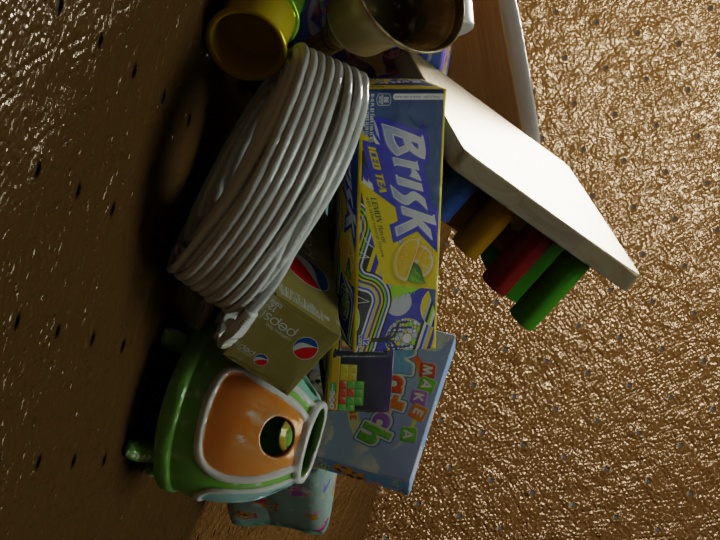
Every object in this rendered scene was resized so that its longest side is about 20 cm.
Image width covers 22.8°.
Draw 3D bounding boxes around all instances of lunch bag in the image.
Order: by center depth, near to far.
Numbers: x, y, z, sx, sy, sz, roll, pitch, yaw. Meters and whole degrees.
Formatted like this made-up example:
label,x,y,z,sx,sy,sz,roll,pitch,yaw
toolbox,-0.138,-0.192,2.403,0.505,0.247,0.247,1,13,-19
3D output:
label,x,y,z,sx,sy,sz,roll,pitch,yaw
lunch bag,-0.066,0.129,1.711,0.171,0.121,0.201,90,10,-58

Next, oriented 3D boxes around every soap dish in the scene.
label,x,y,z,sx,sy,sz,roll,pitch,yaw
soap dish,0.097,-0.177,1.657,0.157,0.081,0.201,139,-58,-74

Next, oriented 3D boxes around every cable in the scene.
label,x,y,z,sx,sy,sz,roll,pitch,yaw
cable,-0.066,-0.067,1.280,0.200,0.069,0.200,-53,-165,34

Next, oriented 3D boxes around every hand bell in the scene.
label,x,y,z,sx,sy,sz,roll,pitch,yaw
hand bell,-0.025,-0.174,1.351,0.200,0.104,0.105,-27,-146,47

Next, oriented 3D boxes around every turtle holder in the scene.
label,x,y,z,sx,sy,sz,roll,pitch,yaw
turtle holder,-0.098,0.125,1.411,0.186,0.131,0.142,91,16,-61

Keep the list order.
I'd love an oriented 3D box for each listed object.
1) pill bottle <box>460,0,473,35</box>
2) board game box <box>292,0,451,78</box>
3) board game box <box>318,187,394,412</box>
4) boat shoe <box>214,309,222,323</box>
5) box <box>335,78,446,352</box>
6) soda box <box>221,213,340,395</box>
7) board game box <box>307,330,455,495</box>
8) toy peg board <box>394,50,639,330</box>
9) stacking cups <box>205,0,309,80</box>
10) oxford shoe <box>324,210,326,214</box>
label,x,y,z,sx,sy,sz,roll,pitch,yaw
pill bottle,0.036,-0.285,1.404,0.113,0.112,0.201,28,56,-82
board game box,0.009,-0.190,1.547,0.201,0.134,0.045,98,10,-47
board game box,0.000,0.000,1.482,0.165,0.056,0.201,-110,-156,-77
boat shoe,-0.091,0.047,1.570,0.072,0.060,0.203,91,16,-59
box,0.022,-0.043,1.353,0.064,0.070,0.201,-141,-129,-71
soda box,-0.064,0.009,1.387,0.068,0.064,0.200,-49,-159,20
board game box,-0.030,0.102,1.601,0.037,0.199,0.152,92,15,-61
toy peg board,0.101,-0.056,1.466,0.098,0.199,0.200,-49,-151,16
stacking cups,-0.053,-0.217,1.312,0.200,0.060,0.061,-66,169,-48
oxford shoe,-0.059,-0.004,1.532,0.071,0.071,0.201,35,61,-56
